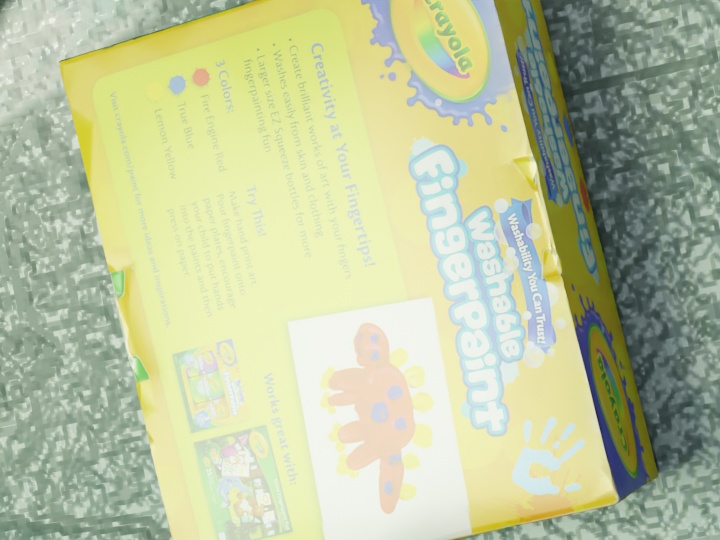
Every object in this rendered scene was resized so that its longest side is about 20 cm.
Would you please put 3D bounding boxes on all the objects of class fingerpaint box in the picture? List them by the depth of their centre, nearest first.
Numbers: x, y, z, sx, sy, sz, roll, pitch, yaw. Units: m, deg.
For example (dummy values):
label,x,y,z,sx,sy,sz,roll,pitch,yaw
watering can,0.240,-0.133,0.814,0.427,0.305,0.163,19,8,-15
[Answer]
label,x,y,z,sx,sy,sz,roll,pitch,yaw
fingerpaint box,0.000,0.000,0.812,0.166,0.073,0.201,-15,87,19
